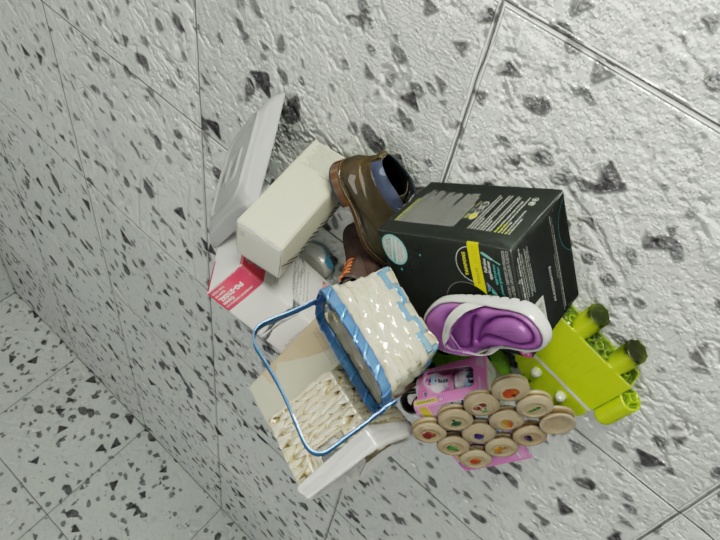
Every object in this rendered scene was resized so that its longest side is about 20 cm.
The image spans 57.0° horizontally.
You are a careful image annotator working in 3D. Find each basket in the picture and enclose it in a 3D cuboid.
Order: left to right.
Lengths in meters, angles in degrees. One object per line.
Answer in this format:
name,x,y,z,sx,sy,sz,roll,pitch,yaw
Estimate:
basket,-0.024,0.225,0.945,0.125,0.135,0.199,55,-169,18
basket,-0.015,0.106,0.817,0.179,0.196,0.140,59,159,19

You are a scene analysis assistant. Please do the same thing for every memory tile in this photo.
memory tile,0.182,0.215,0.914,0.152,0.017,0.199,34,129,-26

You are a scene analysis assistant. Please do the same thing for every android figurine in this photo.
android figurine,0.278,0.124,0.872,0.182,0.041,0.201,46,145,7

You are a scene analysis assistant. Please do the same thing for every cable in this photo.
cable,0.128,0.203,1.136,0.096,0.050,0.203,32,133,17

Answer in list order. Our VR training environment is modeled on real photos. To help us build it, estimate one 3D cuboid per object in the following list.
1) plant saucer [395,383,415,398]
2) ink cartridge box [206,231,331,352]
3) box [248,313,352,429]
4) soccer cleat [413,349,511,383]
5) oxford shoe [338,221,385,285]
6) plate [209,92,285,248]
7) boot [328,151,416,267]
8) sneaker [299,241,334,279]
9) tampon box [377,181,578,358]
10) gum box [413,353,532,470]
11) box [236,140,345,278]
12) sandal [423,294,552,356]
plant saucer,0.021,0.221,1.138,0.033,0.197,0.201,58,149,15
ink cartridge box,-0.138,0.030,1.066,0.084,0.146,0.200,-35,120,22
box,-0.068,0.144,0.989,0.200,0.094,0.079,-45,69,25
soccer cleat,0.140,0.160,1.023,0.196,0.068,0.082,-8,124,36
oxford shoe,0.000,0.000,0.986,0.072,0.071,0.203,-55,40,35
plate,-0.186,-0.155,1.032,0.032,0.205,0.199,19,157,-24
boot,0.043,-0.076,0.924,0.096,0.075,0.201,-11,125,46
sneaker,-0.125,0.002,1.196,0.197,0.081,0.078,-7,117,45
tampon box,0.145,-0.009,0.821,0.197,0.126,0.153,11,131,44
gum box,0.165,0.210,0.972,0.111,0.067,0.201,-18,131,23
box,-0.090,-0.092,0.950,0.081,0.201,0.069,31,145,11
sandal,0.127,0.069,0.755,0.083,0.050,0.201,56,149,-9
